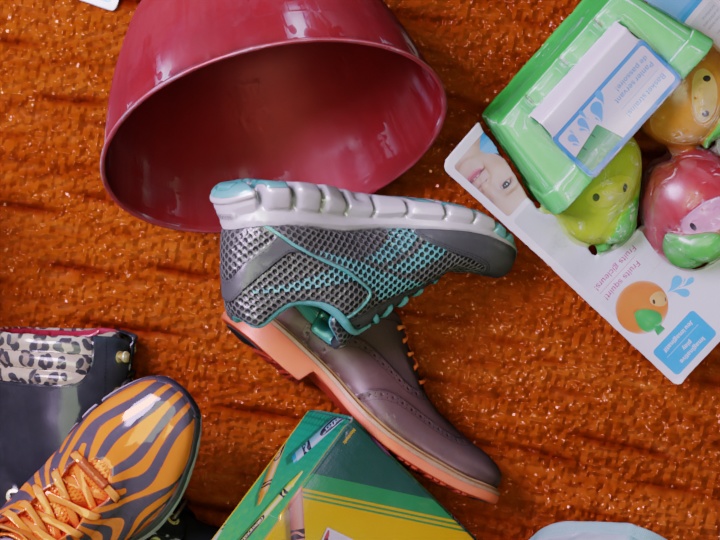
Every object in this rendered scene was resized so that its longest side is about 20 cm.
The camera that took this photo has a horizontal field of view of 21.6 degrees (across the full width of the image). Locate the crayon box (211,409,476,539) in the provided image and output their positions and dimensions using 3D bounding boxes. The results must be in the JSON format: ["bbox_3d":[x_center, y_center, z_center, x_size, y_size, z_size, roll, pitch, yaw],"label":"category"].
[{"bbox_3d":[-0.037,0.196,1.092,0.119,0.058,0.200,45,71,-23],"label":"crayon box"}]

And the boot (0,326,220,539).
[{"bbox_3d":[-0.135,0.116,1.137,0.202,0.073,0.155,4,92,1],"label":"boot"}]

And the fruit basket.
[{"bbox_3d":[0.179,-0.063,1.097,0.200,0.094,0.185,43,93,-6],"label":"fruit basket"}]

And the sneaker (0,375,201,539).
[{"bbox_3d":[-0.169,0.143,1.049,0.077,0.112,0.200,41,94,6],"label":"sneaker"}]

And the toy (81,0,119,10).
[{"bbox_3d":[-0.226,-0.242,1.123,0.198,0.047,0.116,19,97,2],"label":"toy"}]

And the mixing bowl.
[{"bbox_3d":[-0.058,-0.117,1.071,0.198,0.200,0.109,-15,65,4],"label":"mixing bowl"}]

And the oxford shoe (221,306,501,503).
[{"bbox_3d":[0.015,0.064,1.128,0.200,0.071,0.073,39,82,-7],"label":"oxford shoe"}]

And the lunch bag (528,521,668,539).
[{"bbox_3d":[0.108,0.242,1.046,0.121,0.200,0.171,29,62,-2],"label":"lunch bag"}]

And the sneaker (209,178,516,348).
[{"bbox_3d":[0.000,0.000,1.090,0.199,0.077,0.092,5,91,-28],"label":"sneaker"}]
